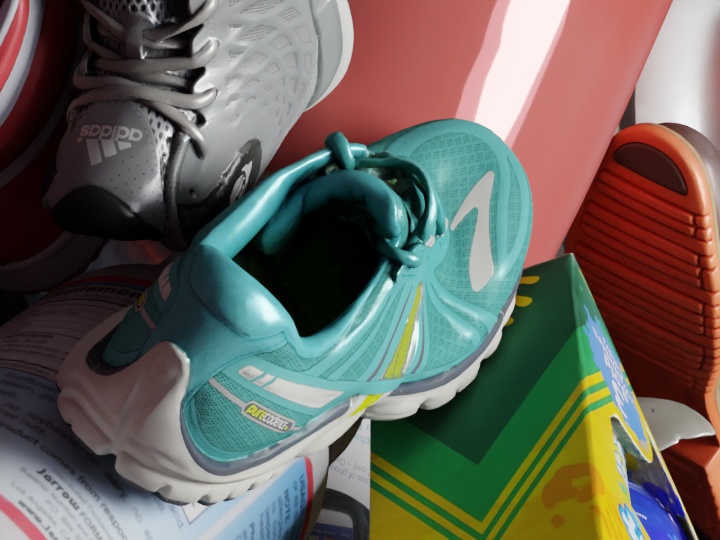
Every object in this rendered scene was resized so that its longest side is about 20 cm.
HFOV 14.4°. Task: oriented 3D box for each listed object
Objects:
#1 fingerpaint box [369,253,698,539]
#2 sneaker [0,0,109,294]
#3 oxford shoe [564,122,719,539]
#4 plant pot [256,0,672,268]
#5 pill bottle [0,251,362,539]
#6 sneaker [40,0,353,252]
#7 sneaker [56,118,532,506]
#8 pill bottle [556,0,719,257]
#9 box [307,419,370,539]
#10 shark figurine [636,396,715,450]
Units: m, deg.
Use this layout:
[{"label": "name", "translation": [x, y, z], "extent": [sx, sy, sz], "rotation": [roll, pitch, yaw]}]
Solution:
[{"label": "fingerpaint box", "translation": [0.073, 0.123, 0.850], "extent": [0.167, 0.073, 0.200], "rotation": [-88, 156, -62]}, {"label": "sneaker", "translation": [-0.097, -0.105, 0.837], "extent": [0.112, 0.071, 0.200], "rotation": [50, 46, -59]}, {"label": "oxford shoe", "translation": [0.124, 0.014, 1.028], "extent": [0.073, 0.071, 0.200], "rotation": [-39, 142, -25]}, {"label": "plant pot", "translation": [0.011, -0.088, 0.957], "extent": [0.200, 0.200, 0.177], "rotation": [42, 61, -59]}, {"label": "pill bottle", "translation": [-0.077, 0.064, 0.804], "extent": [0.200, 0.109, 0.109], "rotation": [-40, 124, -55]}, {"label": "sneaker", "translation": [-0.054, -0.069, 0.766], "extent": [0.200, 0.075, 0.116], "rotation": [68, 40, -56]}, {"label": "sneaker", "translation": [0.000, 0.000, 0.779], "extent": [0.080, 0.078, 0.200], "rotation": [-54, 170, 34]}, {"label": "pill bottle", "translation": [0.088, -0.050, 1.090], "extent": [0.116, 0.200, 0.116], "rotation": [-2, 90, -65]}, {"label": "box", "translation": [-0.040, 0.118, 0.925], "extent": [0.119, 0.041, 0.200], "rotation": [24, 64, -29]}, {"label": "shark figurine", "translation": [0.089, 0.091, 0.995], "extent": [0.128, 0.089, 0.215], "rotation": [74, -4, -65]}]
